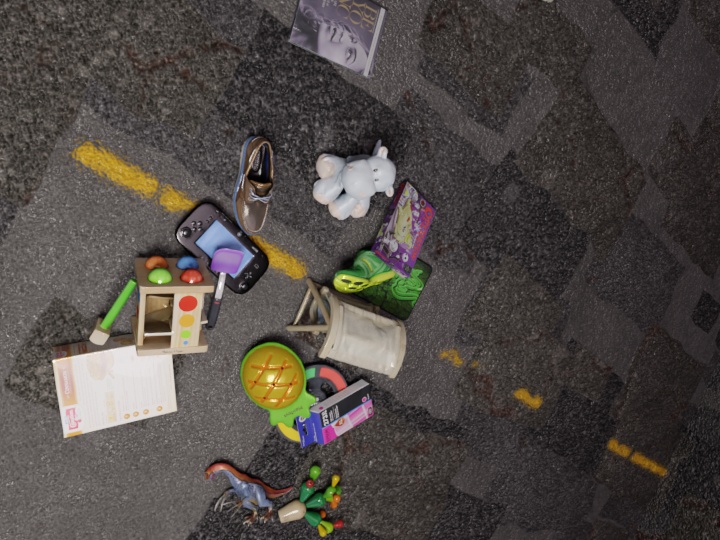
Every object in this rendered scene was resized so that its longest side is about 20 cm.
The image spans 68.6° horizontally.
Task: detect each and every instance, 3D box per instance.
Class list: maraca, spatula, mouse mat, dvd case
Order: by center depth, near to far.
[{"bbox_3d":[-0.286,0.041,1.069,0.056,0.021,0.201,11,115,-22],"label":"spatula"},{"bbox_3d":[-0.043,-0.514,1.108,0.199,0.016,0.149,13,95,-33],"label":"dvd case"},{"bbox_3d":[-0.180,0.251,1.158,0.137,0.107,0.201,-28,101,-1],"label":"maraca"},{"bbox_3d":[0.083,0.023,1.325,0.200,0.008,0.161,29,87,-34],"label":"mouse mat"}]

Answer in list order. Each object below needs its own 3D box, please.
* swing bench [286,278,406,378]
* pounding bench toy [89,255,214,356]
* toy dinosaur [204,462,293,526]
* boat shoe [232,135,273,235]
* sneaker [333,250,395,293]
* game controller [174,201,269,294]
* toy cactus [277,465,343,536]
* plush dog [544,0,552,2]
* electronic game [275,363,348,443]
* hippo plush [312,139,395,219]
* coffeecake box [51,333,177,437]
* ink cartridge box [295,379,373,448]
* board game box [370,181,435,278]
[{"bbox_3d":[-0.023,0.127,1.172,0.198,0.200,0.130,23,90,-32],"label":"swing bench"},{"bbox_3d":[-0.385,0.056,0.966,0.199,0.124,0.157,0,115,-28],"label":"pounding bench toy"},{"bbox_3d":[-0.274,0.499,1.217,0.200,0.105,0.182,-40,112,-59],"label":"toy dinosaur"},{"bbox_3d":[-0.213,-0.167,1.061,0.072,0.072,0.201,-4,104,-29],"label":"boat shoe"},{"bbox_3d":[0.000,0.000,1.209,0.200,0.074,0.084,-12,76,-54],"label":"sneaker"},{"bbox_3d":[-0.276,-0.044,1.071,0.104,0.042,0.200,-46,121,-7],"label":"game controller"},{"bbox_3d":[-0.119,0.586,1.307,0.164,0.102,0.201,-16,119,-16],"label":"toy cactus"},{"bbox_3d":[0.450,-0.766,1.266,0.171,0.200,0.161,-27,82,-33],"label":"plush dog"},{"bbox_3d":[-0.116,0.318,1.261,0.199,0.042,0.201,-8,106,-29],"label":"electronic game"},{"bbox_3d":[0.011,-0.184,1.137,0.199,0.161,0.160,-19,111,-25],"label":"hippo plush"},{"bbox_3d":[-0.465,0.209,1.007,0.199,0.073,0.154,-8,106,-29],"label":"coffeecake box"},{"bbox_3d":[-0.058,0.347,1.268,0.199,0.037,0.095,-22,117,-30],"label":"ink cartridge box"},{"bbox_3d":[0.106,-0.097,1.260,0.120,0.032,0.201,41,62,-36],"label":"board game box"}]
